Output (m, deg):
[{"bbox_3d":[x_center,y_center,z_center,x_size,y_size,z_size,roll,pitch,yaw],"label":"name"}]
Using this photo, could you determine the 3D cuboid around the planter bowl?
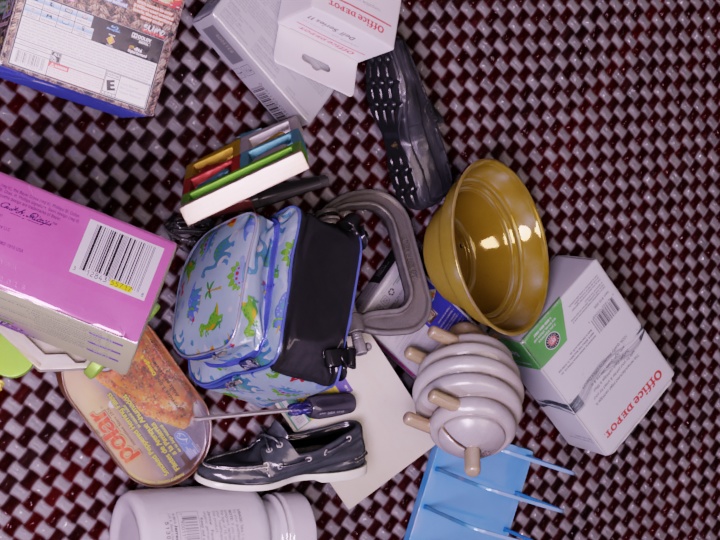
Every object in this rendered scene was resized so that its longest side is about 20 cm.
[{"bbox_3d":[0.129,-0.020,1.568,0.200,0.083,0.202,19,66,-49],"label":"planter bowl"}]

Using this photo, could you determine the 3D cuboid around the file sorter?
[{"bbox_3d":[0.149,0.300,1.606,0.138,0.122,0.202,20,85,-29],"label":"file sorter"}]

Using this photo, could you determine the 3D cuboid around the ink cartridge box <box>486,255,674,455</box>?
[{"bbox_3d":[0.270,0.104,1.675,0.147,0.083,0.200,-45,113,-18],"label":"ink cartridge box"}]

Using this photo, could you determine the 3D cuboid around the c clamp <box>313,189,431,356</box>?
[{"bbox_3d":[0.000,0.000,1.508,0.169,0.027,0.202,1,67,-26],"label":"c clamp"}]

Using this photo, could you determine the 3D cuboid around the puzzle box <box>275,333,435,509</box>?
[{"bbox_3d":[-0.014,0.152,1.540,0.133,0.025,0.201,-35,111,-7],"label":"puzzle box"}]

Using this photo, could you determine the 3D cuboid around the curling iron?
[{"bbox_3d":[-0.119,-0.065,1.474,0.199,0.026,0.050,-22,65,-29],"label":"curling iron"}]

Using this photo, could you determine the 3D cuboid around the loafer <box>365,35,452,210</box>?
[{"bbox_3d":[0.057,-0.169,1.545,0.070,0.068,0.202,-27,111,-35],"label":"loafer"}]

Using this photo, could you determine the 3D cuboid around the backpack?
[{"bbox_3d":[-0.106,0.037,1.392,0.146,0.200,0.185,19,64,-28],"label":"backpack"}]

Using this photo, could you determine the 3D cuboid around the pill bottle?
[{"bbox_3d":[-0.153,0.283,1.442,0.198,0.114,0.115,1,94,-29],"label":"pill bottle"}]

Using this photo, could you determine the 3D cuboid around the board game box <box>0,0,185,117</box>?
[{"bbox_3d":[-0.262,-0.268,1.339,0.158,0.097,0.202,17,86,-29],"label":"board game box"}]

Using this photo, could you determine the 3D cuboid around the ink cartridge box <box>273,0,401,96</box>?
[{"bbox_3d":[-0.017,-0.300,1.457,0.117,0.067,0.202,19,72,-35],"label":"ink cartridge box"}]

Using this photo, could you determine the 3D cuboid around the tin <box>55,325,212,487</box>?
[{"bbox_3d":[-0.236,0.134,1.427,0.112,0.042,0.201,-41,112,-24],"label":"tin"}]

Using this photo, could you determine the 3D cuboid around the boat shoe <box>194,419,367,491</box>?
[{"bbox_3d":[-0.081,0.192,1.471,0.198,0.074,0.067,0,103,-22],"label":"boat shoe"}]

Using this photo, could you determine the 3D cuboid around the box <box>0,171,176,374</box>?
[{"bbox_3d":[-0.270,0.006,1.243,0.175,0.200,0.097,22,74,-7],"label":"box"}]

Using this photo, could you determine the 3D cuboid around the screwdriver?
[{"bbox_3d":[-0.091,0.151,1.463,0.199,0.029,0.028,-4,69,-30],"label":"screwdriver"}]

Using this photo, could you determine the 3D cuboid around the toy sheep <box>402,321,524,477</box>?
[{"bbox_3d":[0.117,0.141,1.523,0.137,0.138,0.201,30,46,-28],"label":"toy sheep"}]

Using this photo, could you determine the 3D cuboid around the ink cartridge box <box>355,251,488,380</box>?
[{"bbox_3d":[0.081,0.077,1.596,0.200,0.037,0.095,42,74,-23],"label":"ink cartridge box"}]

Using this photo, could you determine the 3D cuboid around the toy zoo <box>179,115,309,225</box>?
[{"bbox_3d":[-0.117,-0.108,1.387,0.130,0.200,0.021,-25,108,3],"label":"toy zoo"}]

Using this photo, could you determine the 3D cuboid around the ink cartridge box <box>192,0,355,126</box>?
[{"bbox_3d":[-0.070,-0.276,1.486,0.160,0.047,0.201,47,56,-24],"label":"ink cartridge box"}]

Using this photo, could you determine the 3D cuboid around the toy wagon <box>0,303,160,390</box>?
[{"bbox_3d":[-0.303,0.036,1.355,0.155,0.040,0.200,43,74,-2],"label":"toy wagon"}]
